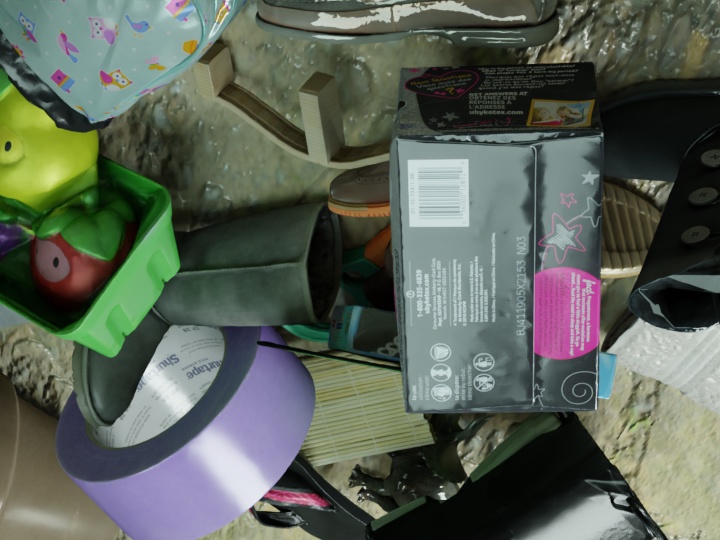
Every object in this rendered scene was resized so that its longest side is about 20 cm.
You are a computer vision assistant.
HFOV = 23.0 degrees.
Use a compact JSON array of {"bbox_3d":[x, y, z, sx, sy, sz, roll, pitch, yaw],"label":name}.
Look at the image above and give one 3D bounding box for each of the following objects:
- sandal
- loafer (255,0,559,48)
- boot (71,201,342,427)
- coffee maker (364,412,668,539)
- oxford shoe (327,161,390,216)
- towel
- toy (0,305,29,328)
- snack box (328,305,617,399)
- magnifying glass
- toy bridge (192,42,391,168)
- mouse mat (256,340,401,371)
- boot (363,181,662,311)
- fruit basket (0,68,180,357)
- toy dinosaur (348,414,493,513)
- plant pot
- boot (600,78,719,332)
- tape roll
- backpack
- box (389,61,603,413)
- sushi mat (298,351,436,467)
[{"bbox_3d":[-0.060,0.200,1.524,0.200,0.045,0.075,37,138,-25],"label":"sandal"},{"bbox_3d":[0.030,-0.184,1.146,0.199,0.072,0.063,4,120,8],"label":"loafer"},{"bbox_3d":[-0.116,0.035,1.361,0.199,0.183,0.073,2,168,20],"label":"boot"},{"bbox_3d":[0.117,0.211,1.380,0.200,0.192,0.135,-37,100,1],"label":"coffee maker"},{"bbox_3d":[0.053,-0.088,1.247,0.199,0.071,0.073,-15,102,35],"label":"oxford shoe"},{"bbox_3d":[0.279,0.037,1.303,0.132,0.035,0.200,27,138,-7],"label":"towel"},{"bbox_3d":[-0.351,0.002,1.497,0.199,0.047,0.115,-10,128,25],"label":"toy"},{"bbox_3d":[0.081,0.061,1.330,0.199,0.037,0.116,11,177,-8],"label":"snack box"},{"bbox_3d":[0.000,0.000,1.379,0.079,0.022,0.200,32,135,-19],"label":"magnifying glass"},{"bbox_3d":[-0.025,-0.105,1.230,0.199,0.027,0.067,18,139,26],"label":"toy bridge"},{"bbox_3d":[0.027,0.074,1.334,0.160,0.008,0.200,9,176,20],"label":"mouse mat"},{"bbox_3d":[0.112,-0.010,1.302,0.199,0.073,0.166,2,162,-13],"label":"boot"},{"bbox_3d":[-0.242,-0.055,1.295,0.215,0.156,0.216,32,164,11],"label":"fruit basket"},{"bbox_3d":[0.051,0.192,1.526,0.102,0.077,0.201,18,136,22],"label":"toy dinosaur"},{"bbox_3d":[-0.314,0.201,1.612,0.174,0.201,0.200,20,143,-30],"label":"plant pot"},{"bbox_3d":[0.201,-0.038,1.126,0.164,0.200,0.066,-12,130,30],"label":"boot"},{"bbox_3d":[-0.141,0.116,1.423,0.199,0.200,0.085,-14,129,32],"label":"tape roll"},{"bbox_3d":[-0.155,-0.183,1.164,0.200,0.127,0.167,-25,119,35],"label":"backpack"},{"bbox_3d":[0.087,-0.021,1.138,0.131,0.115,0.201,-1,119,4],"label":"box"},{"bbox_3d":[-0.034,0.119,1.499,0.199,0.012,0.096,-15,104,32],"label":"sushi mat"}]
